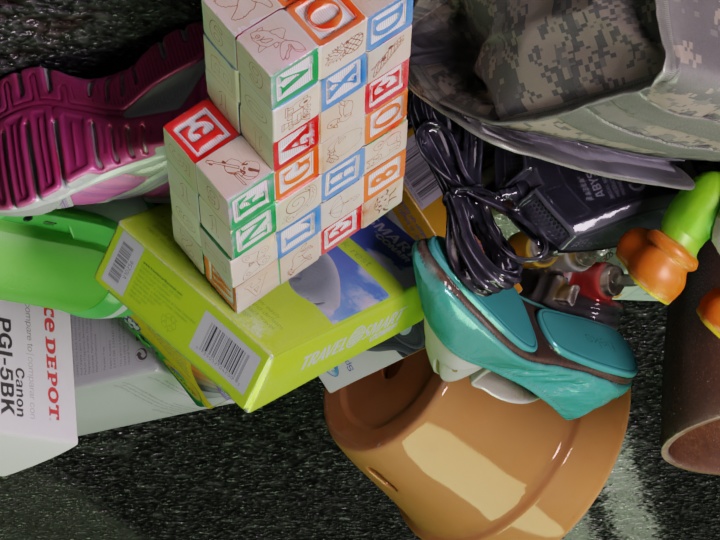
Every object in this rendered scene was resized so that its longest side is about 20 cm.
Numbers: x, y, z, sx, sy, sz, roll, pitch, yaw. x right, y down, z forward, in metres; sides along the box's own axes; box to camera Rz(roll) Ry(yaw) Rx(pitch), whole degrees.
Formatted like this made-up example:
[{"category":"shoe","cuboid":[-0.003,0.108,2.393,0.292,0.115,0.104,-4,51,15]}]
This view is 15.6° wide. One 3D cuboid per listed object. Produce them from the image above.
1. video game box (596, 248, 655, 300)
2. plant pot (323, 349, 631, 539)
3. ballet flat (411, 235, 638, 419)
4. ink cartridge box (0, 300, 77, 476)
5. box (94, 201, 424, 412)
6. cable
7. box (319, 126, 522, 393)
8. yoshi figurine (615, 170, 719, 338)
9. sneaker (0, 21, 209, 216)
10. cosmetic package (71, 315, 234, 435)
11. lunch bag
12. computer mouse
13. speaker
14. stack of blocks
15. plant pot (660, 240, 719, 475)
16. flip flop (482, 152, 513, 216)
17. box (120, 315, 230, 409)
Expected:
[{"category":"video game box","cuboid":[0.271,-0.023,1.723,0.199,0.047,0.182,2,164,-17]},{"category":"plant pot","cuboid":[0.068,0.091,1.825,0.140,0.201,0.200,30,145,-33]},{"category":"ballet flat","cuboid":[0.080,0.043,1.508,0.070,0.068,0.200,-40,139,23]},{"category":"ink cartridge box","cuboid":[-0.277,0.038,1.625,0.083,0.148,0.199,-23,155,40]},{"category":"box","cuboid":[-0.041,0.000,1.483,0.200,0.122,0.048,-26,150,-52]},{"category":"cable","cuboid":[0.092,-0.004,1.621,0.097,0.051,0.200,26,173,-36]},{"category":"box","cuboid":[0.000,0.000,1.619,0.041,0.119,0.200,-37,-175,-40]},{"category":"yoshi figurine","cuboid":[0.228,-0.064,1.410,0.112,0.112,0.200,20,110,-51]},{"category":"sneaker","cuboid":[-0.129,-0.069,1.435,0.199,0.082,0.088,-11,159,24]},{"category":"cosmetic package","cuboid":[-0.198,0.063,1.831,0.199,0.082,0.113,-11,161,24]},{"category":"lunch bag","cuboid":[0.135,-0.108,1.324,0.163,0.118,0.199,10,164,-39]},{"category":"computer mouse","cuboid":[0.132,-0.060,1.475,0.199,0.139,0.053,-13,156,-8]},{"category":"speaker","cuboid":[-0.213,-0.024,1.550,0.199,0.089,0.088,12,156,-40]},{"category":"stack of blocks","cuboid":[-0.037,-0.075,1.331,0.115,0.059,0.200,-34,156,-18]},{"category":"plant pot","cuboid":[0.258,0.001,1.540,0.186,0.201,0.187,-4,163,-1]},{"category":"flip flop","cuboid":[0.103,-0.046,1.591,0.081,0.058,0.199,13,156,-42]},{"category":"box","cuboid":[-0.089,0.019,1.651,0.048,0.117,0.200,-46,-169,-32]}]
